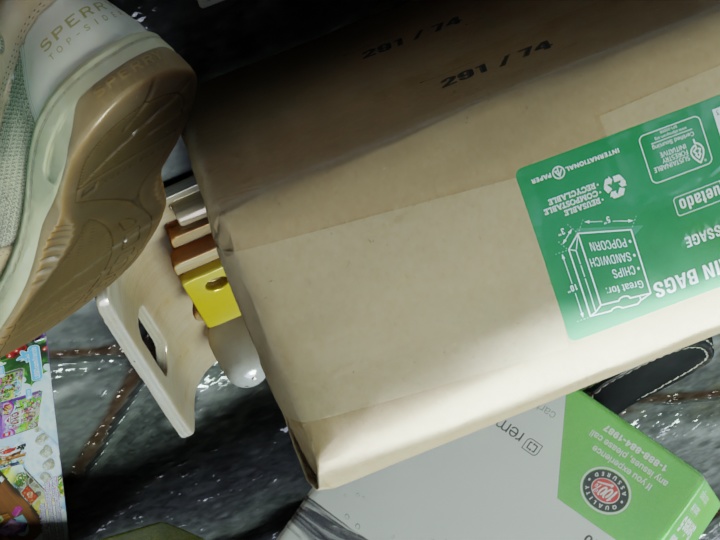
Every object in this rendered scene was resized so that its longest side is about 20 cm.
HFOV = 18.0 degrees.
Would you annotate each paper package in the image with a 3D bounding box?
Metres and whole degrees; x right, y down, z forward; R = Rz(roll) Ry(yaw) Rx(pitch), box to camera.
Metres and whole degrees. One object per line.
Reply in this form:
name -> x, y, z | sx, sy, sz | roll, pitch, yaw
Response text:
paper package -> 0.048, -0.032, 0.766 | 0.199, 0.191, 0.104 | -21, 108, -2

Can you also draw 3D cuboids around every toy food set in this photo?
toy food set -> 0.000, 0.000, 0.929 | 0.199, 0.061, 0.144 | -23, 152, 0

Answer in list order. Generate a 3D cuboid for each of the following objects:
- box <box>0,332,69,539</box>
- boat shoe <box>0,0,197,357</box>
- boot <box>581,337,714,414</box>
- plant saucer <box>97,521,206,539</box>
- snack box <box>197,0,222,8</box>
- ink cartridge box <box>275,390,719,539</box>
box -> -0.195, 0.079, 0.950 | 0.136, 0.039, 0.200 | -16, 152, -14
boat shoe -> -0.111, -0.035, 0.790 | 0.072, 0.065, 0.200 | -35, 168, -29
boot -> 0.101, 0.115, 1.103 | 0.199, 0.151, 0.073 | -25, 152, 6
plant saucer -> -0.173, 0.164, 1.028 | 0.200, 0.048, 0.199 | -21, 174, 31
snack box -> -0.038, -0.152, 0.677 | 0.072, 0.024, 0.200 | -20, 152, -2
ink cartridge box -> 0.044, 0.140, 1.020 | 0.200, 0.145, 0.084 | -55, 162, -4
